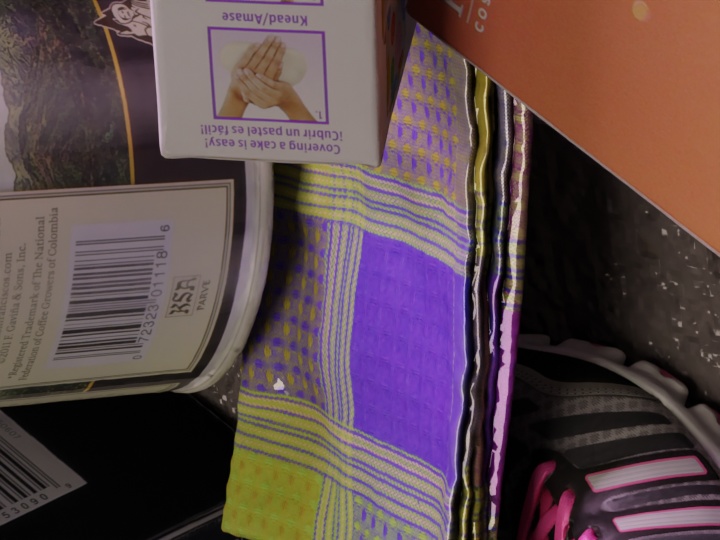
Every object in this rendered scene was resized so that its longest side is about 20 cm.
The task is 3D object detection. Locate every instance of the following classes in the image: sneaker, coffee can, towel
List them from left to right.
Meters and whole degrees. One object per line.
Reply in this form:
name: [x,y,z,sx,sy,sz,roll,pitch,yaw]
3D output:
coffee can: [-0.146,-0.026,0.897,0.146,0.200,0.147,15,107,61]
towel: [0.000,0.000,0.866,0.144,0.023,0.201,24,115,56]
sneaker: [0.077,0.090,0.831,0.200,0.087,0.074,39,135,28]

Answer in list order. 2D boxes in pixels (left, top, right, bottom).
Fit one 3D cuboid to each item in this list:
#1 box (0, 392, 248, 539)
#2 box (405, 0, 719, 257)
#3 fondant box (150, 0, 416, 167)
box: [-0.143,0.149,1.020,0.124,0.200,0.197,35,133,33]
box: [0.128,-0.079,0.668,0.200,0.106,0.153,39,135,27]
fondant box: [-0.016,-0.146,0.716,0.058,0.144,0.200,1,121,8]
